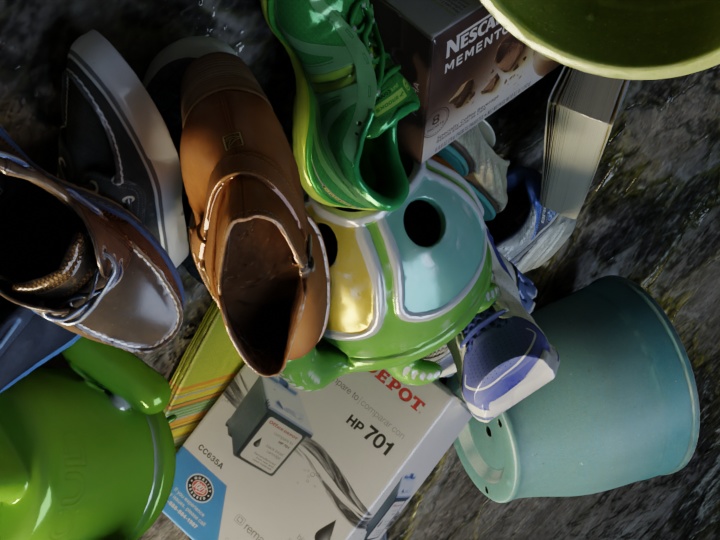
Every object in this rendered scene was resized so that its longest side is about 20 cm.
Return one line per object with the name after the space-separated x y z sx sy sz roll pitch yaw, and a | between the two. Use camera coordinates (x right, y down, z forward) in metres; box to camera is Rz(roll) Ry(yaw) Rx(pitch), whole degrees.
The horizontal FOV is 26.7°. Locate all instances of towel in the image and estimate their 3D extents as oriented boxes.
-0.097 0.052 1.083 0.086 0.018 0.201 -13 138 -58 | towel

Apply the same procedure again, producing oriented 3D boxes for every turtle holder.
-0.001 -0.008 1.006 0.184 0.141 0.133 -25 137 -9 | turtle holder

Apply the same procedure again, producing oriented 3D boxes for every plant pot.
0.167 -0.247 0.860 0.201 0.198 0.191 102 10 -47 | plant pot
0.189 0.128 1.451 0.186 0.201 0.201 -17 144 -21 | plant pot

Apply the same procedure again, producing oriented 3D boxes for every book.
0.181 -0.134 1.138 0.200 0.048 0.135 79 34 -72 | book

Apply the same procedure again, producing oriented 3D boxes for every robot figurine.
-0.190 0.117 0.911 0.176 0.116 0.199 -49 156 18 | robot figurine

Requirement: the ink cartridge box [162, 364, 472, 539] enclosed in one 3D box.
-0.036 0.134 1.113 0.201 0.146 0.086 -53 160 -1 | ink cartridge box

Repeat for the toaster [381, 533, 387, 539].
-0.051 0.235 1.300 0.199 0.114 0.130 -33 149 -23 | toaster

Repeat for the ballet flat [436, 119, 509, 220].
0.065 -0.094 1.096 0.200 0.067 0.063 43 60 -68 | ballet flat

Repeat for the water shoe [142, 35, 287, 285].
-0.082 -0.074 0.891 0.201 0.071 0.079 92 19 -51 | water shoe

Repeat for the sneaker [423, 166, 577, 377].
0.091 -0.005 1.247 0.201 0.077 0.085 -55 145 -2 | sneaker

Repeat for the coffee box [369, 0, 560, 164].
0.085 -0.174 0.968 0.199 0.080 0.114 -36 152 -26 | coffee box

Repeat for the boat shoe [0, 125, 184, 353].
-0.156 -0.008 0.754 0.072 0.072 0.200 -47 129 5 | boat shoe

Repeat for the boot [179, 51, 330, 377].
-0.051 0.005 0.778 0.073 0.155 0.202 -18 127 -1 | boot

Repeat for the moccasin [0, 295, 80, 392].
-0.229 0.041 0.807 0.200 0.080 0.069 -45 150 -33 | moccasin

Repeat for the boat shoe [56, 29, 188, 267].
-0.135 -0.047 0.824 0.056 0.069 0.201 -37 155 -18 | boat shoe

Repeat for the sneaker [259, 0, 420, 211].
-0.002 -0.120 0.879 0.074 0.083 0.202 -44 139 -33 | sneaker

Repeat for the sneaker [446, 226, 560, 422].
0.076 0.019 1.109 0.080 0.115 0.200 -35 -160 13 | sneaker
